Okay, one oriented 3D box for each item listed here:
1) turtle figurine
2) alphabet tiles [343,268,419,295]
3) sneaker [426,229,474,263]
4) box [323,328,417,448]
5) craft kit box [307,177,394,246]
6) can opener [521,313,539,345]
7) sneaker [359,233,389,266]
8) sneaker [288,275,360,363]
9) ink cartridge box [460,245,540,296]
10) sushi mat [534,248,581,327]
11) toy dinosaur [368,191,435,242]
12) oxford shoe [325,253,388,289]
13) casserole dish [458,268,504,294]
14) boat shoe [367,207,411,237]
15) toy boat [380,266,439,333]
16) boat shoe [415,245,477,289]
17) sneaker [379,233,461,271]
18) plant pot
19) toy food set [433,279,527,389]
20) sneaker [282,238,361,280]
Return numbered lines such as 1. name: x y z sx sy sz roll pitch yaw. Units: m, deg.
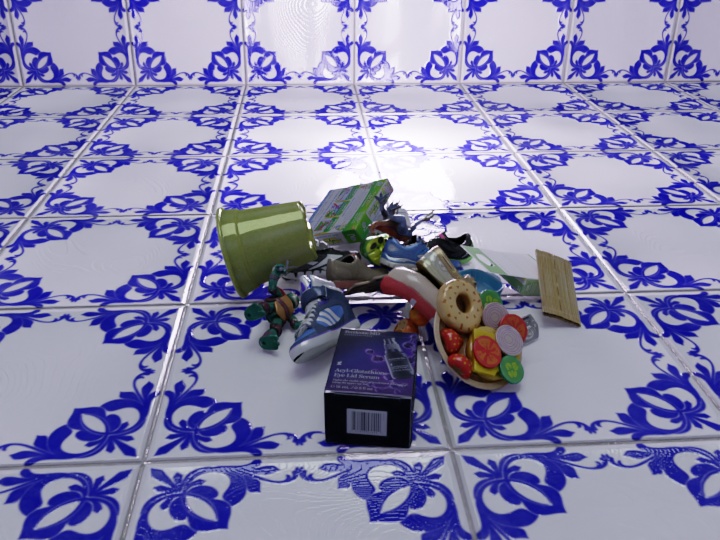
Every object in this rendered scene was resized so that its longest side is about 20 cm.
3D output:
1. turtle figurine: -0.155 0.076 1.531 0.150 0.101 0.200 47 31 -1
2. alphabet tiles: 0.063 0.024 1.617 0.197 0.008 0.167 -11 -10 -21
3. sneaker: 0.178 -0.056 1.803 0.197 0.085 0.077 -9 27 -18
4. box: 0.022 0.195 1.287 0.145 0.106 0.201 2 27 5
5. craft kit box: -0.038 -0.140 1.870 0.195 0.049 0.201 -9 37 41
6. can opener: 0.273 0.138 1.484 0.198 0.054 0.067 -19 0 -33
7. sneaker: 0.036 -0.045 1.790 0.082 0.075 0.200 -14 4 15
8. sneaker: -0.098 0.084 1.456 0.199 0.081 0.147 -22 73 -50
9. ink cartridge box: 0.330 0.002 1.686 0.197 0.049 0.146 4 24 -24
10. sushi mat: 0.424 0.034 1.626 0.094 0.012 0.202 19 42 -10
11. toy dinosaur: 0.079 -0.099 1.779 0.104 0.183 0.200 24 58 37
12. oxford shoe: 0.000 0.000 1.661 0.070 0.076 0.199 -5 0 37
13. casserole dish: 0.223 0.049 1.651 0.197 0.039 0.121 -17 32 -29
14. boat shoe: 0.034 -0.102 1.912 0.196 0.071 0.071 -11 53 -8
15. toy boat: 0.113 0.089 1.488 0.200 0.131 0.130 43 4 7
16. boat shoe: 0.202 0.034 1.531 0.066 0.200 0.074 -46 10 -10
17. sneaker: 0.143 -0.034 1.712 0.197 0.091 0.078 11 0 -21
18. plant pot: -0.195 -0.063 1.635 0.181 0.203 0.201 -16 27 1
19. toy food set: 0.223 0.121 1.391 0.195 0.049 0.203 16 57 -19
20. sneaker: -0.089 -0.035 1.748 0.197 0.092 0.067 -9 28 -18
